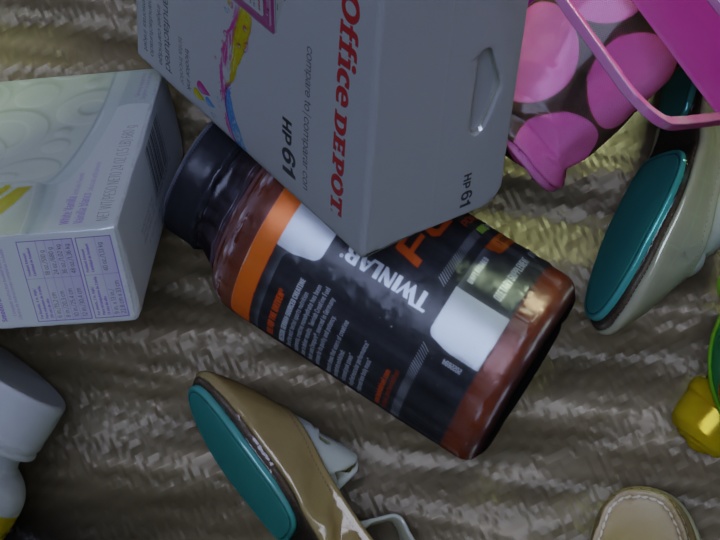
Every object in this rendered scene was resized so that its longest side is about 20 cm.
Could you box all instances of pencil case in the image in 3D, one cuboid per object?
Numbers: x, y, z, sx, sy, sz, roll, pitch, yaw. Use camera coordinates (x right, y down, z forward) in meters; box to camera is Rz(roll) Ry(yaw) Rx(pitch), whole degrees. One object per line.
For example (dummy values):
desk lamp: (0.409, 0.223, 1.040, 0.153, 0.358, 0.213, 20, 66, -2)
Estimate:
pencil case: (0.135, -0.130, 0.790, 0.200, 0.094, 0.091, -43, 105, 5)

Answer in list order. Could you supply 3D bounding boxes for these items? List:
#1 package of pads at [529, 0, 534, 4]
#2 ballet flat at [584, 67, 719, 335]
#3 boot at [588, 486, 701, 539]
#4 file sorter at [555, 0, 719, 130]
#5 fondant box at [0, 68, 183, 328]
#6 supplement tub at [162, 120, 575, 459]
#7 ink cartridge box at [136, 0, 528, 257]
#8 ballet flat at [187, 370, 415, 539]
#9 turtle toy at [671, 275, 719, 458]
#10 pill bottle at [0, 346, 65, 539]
package of pads: (0.026, -0.199, 0.859, 0.120, 0.076, 0.200, -44, 80, 5)
ballet flat: (0.173, -0.056, 0.835, 0.069, 0.069, 0.202, 19, 86, 9)
boot: (0.112, 0.183, 0.757, 0.072, 0.155, 0.202, 3, 70, 24)
file sorter: (0.167, -0.164, 0.641, 0.200, 0.125, 0.140, -41, 77, 28)
fondant box: (-0.200, -0.035, 0.841, 0.197, 0.145, 0.059, -5, 127, 8)
supplement tub: (0.000, 0.000, 0.827, 0.199, 0.107, 0.108, 32, 89, 9)
ink cartridge box: (-0.021, -0.125, 0.762, 0.084, 0.146, 0.200, -25, 47, -30)
ballet flat: (-0.015, 0.129, 0.848, 0.063, 0.069, 0.201, -29, 83, -24)
turtle toy: (0.251, 0.063, 0.789, 0.199, 0.101, 0.146, 37, 90, 10)
pill bottle: (-0.242, 0.128, 0.844, 0.114, 0.114, 0.201, 34, 89, 9)
